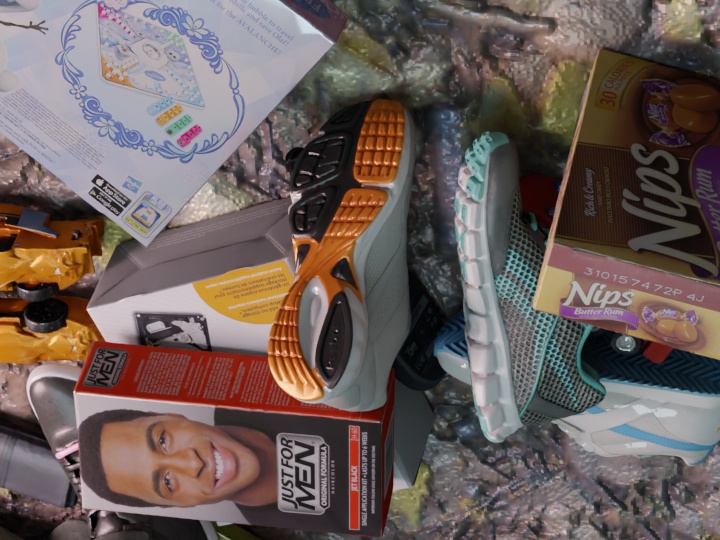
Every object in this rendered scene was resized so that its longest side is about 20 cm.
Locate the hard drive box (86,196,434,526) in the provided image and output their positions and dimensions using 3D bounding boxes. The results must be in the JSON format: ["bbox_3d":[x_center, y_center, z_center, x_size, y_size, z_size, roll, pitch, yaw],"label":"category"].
[{"bbox_3d":[-0.064,0.062,1.652,0.156,0.077,0.200,-15,122,24],"label":"hard drive box"}]

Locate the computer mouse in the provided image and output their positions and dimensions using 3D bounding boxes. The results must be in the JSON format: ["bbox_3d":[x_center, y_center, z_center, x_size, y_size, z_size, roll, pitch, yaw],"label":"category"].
[{"bbox_3d":[0.000,0.000,1.603,0.034,0.059,0.200,-8,124,39],"label":"computer mouse"}]

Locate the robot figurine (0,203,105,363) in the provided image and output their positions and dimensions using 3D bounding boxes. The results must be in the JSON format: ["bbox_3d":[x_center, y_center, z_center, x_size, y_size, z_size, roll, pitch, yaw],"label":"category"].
[{"bbox_3d":[-0.268,0.010,1.678,0.200,0.058,0.145,3,127,12],"label":"robot figurine"}]

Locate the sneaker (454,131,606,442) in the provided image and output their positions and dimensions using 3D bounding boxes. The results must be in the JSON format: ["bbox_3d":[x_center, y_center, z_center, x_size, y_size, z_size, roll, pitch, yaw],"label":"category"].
[{"bbox_3d":[0.107,0.006,1.516,0.091,0.078,0.200,-7,114,-1],"label":"sneaker"}]

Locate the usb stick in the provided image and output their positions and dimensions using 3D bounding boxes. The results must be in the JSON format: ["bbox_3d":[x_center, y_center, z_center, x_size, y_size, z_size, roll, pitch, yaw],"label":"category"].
[{"bbox_3d":[-0.295,0.122,1.786,0.200,0.033,0.055,19,130,1],"label":"usb stick"}]

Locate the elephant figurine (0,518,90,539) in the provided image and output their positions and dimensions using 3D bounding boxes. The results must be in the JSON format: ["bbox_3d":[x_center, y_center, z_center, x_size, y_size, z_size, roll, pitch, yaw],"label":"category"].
[{"bbox_3d":[-0.233,0.247,1.800,0.200,0.142,0.155,-4,141,30],"label":"elephant figurine"}]

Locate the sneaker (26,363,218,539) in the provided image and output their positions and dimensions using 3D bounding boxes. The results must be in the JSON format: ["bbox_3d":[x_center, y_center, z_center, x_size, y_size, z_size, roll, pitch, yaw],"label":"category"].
[{"bbox_3d":[-0.170,0.158,1.682,0.071,0.099,0.200,-21,116,26],"label":"sneaker"}]

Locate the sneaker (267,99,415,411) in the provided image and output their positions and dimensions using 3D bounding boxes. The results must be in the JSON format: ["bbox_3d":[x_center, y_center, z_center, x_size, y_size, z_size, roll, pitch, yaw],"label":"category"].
[{"bbox_3d":[0.000,-0.007,1.541,0.076,0.200,0.092,7,166,31],"label":"sneaker"}]

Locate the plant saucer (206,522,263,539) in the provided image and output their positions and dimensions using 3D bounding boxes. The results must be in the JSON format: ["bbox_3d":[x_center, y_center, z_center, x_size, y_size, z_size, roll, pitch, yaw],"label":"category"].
[{"bbox_3d":[-0.078,0.273,1.835,0.200,0.048,0.200,30,128,-9],"label":"plant saucer"}]

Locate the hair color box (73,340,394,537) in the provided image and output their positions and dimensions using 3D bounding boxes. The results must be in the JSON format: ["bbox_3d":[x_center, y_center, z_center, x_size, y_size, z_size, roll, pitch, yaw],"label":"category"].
[{"bbox_3d":[-0.080,0.109,1.597,0.200,0.061,0.102,5,125,8],"label":"hair color box"}]

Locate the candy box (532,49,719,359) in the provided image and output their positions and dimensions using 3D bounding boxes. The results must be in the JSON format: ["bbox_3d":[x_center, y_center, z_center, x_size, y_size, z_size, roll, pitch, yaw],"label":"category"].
[{"bbox_3d":[0.174,-0.041,1.431,0.117,0.200,0.056,16,128,3],"label":"candy box"}]

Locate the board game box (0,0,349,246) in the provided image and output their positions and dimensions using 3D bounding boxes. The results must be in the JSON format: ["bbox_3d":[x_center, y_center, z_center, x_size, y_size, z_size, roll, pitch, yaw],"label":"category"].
[{"bbox_3d":[-0.145,-0.143,1.479,0.200,0.043,0.199,39,124,-11],"label":"board game box"}]

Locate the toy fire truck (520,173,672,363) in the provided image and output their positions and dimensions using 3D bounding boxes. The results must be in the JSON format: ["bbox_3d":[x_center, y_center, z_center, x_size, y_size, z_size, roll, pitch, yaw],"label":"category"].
[{"bbox_3d":[0.183,-0.017,1.544,0.200,0.049,0.141,28,127,-5],"label":"toy fire truck"}]

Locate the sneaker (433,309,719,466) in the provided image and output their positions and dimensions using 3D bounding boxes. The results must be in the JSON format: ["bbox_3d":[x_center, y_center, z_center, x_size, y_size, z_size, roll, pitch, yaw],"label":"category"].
[{"bbox_3d":[0.144,0.078,1.611,0.200,0.077,0.081,13,130,7],"label":"sneaker"}]
